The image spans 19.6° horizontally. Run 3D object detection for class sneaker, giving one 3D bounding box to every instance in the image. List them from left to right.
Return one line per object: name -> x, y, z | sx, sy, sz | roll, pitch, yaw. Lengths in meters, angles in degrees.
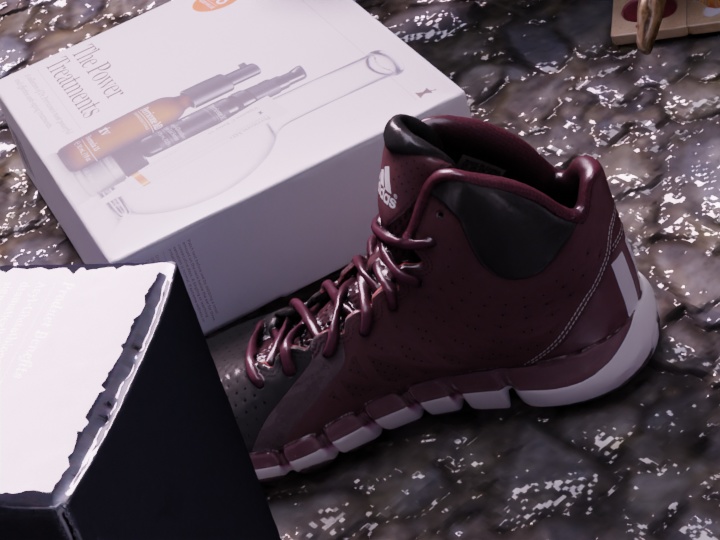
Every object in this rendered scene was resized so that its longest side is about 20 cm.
sneaker -> 0.000, 0.000, 0.731 | 0.198, 0.116, 0.076 | -15, 38, 4

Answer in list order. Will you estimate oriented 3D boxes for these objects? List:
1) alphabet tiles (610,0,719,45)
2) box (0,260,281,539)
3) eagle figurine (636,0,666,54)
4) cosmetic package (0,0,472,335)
alphabet tiles -> 0.214, -0.163, 0.932 | 0.198, 0.008, 0.168 | -5, 40, 15
box -> -0.138, 0.086, 0.659 | 0.198, 0.149, 0.105 | -1, 40, 19
eagle figurine -> 0.056, -0.203, 0.896 | 0.198, 0.152, 0.152 | 17, 55, 14
cosmetic package -> -0.055, -0.056, 0.857 | 0.150, 0.052, 0.200 | -25, 31, -12
